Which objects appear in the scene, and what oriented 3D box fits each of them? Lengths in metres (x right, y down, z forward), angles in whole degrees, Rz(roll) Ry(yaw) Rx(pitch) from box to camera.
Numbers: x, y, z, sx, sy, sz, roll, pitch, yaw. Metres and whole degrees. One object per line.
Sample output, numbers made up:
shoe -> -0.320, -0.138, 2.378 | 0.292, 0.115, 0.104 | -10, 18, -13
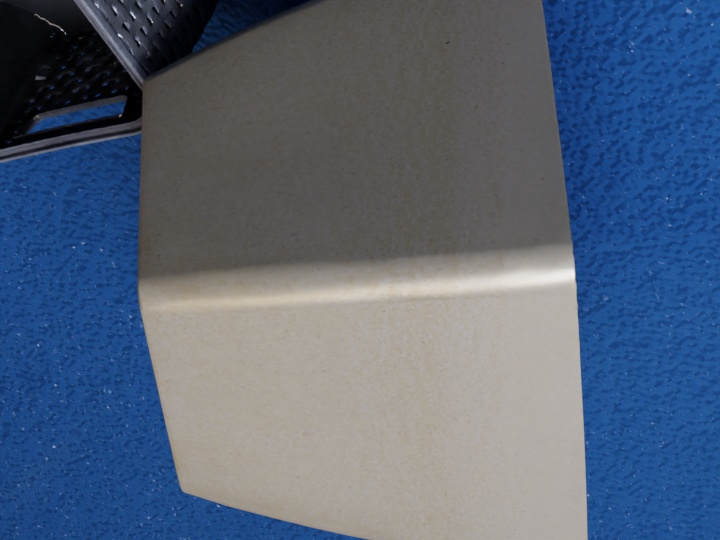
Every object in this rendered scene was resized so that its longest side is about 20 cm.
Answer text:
plant pot -> 0.000, 0.000, 1.149 | 0.177, 0.200, 0.200 | -6, 138, 2
storage bin -> -0.169, -0.155, 1.188 | 0.135, 0.094, 0.200 | -9, 131, 36
